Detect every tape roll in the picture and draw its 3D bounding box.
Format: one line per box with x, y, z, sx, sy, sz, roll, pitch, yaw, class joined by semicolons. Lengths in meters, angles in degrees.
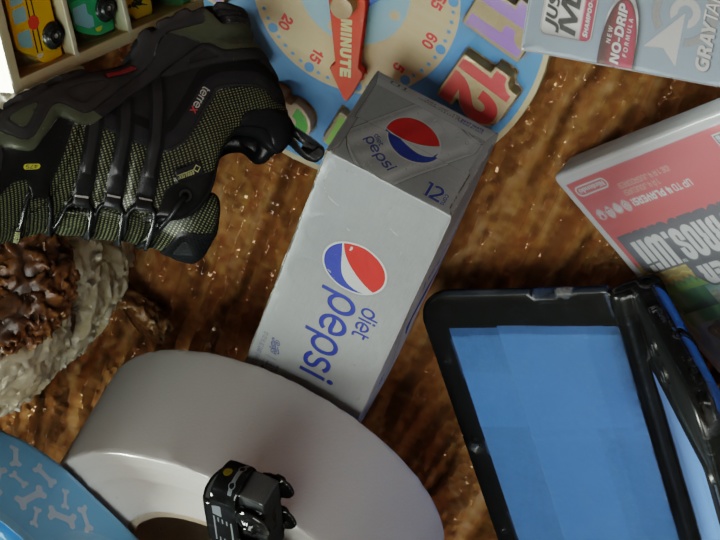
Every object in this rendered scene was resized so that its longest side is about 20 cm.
-0.060;0.132;1.279;0.202;0.071;0.203;21;148;14;tape roll

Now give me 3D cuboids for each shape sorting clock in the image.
-0.003;-0.132;1.160;0.199;0.039;0.201;9;122;14;shape sorting clock

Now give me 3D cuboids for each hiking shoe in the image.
-0.113;-0.041;1.125;0.101;0.200;0.076;55;163;6;hiking shoe

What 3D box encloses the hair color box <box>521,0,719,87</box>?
0.178;-0.108;1.064;0.199;0.099;0.061;11;99;13;hair color box

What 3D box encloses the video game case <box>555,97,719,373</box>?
0.194;0.010;1.149;0.200;0.017;0.143;48;152;-12;video game case

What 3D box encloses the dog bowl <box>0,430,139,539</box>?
-0.156;0.156;1.277;0.111;0.050;0.200;-12;127;51;dog bowl

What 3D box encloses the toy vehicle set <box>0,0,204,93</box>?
-0.141;-0.194;1.108;0.026;0.124;0.201;9;119;42;toy vehicle set

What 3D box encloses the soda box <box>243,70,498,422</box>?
0.000;0.000;1.197;0.068;0.064;0.200;27;139;4;soda box

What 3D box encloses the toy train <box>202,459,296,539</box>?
-0.055;0.153;1.205;0.046;0.034;0.200;23;148;17;toy train

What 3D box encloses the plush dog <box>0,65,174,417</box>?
-0.183;0.018;1.235;0.160;0.172;0.200;45;123;-10;plush dog

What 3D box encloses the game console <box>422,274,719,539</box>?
0.123;0.113;1.208;0.118;0.171;0.201;-20;122;1;game console
